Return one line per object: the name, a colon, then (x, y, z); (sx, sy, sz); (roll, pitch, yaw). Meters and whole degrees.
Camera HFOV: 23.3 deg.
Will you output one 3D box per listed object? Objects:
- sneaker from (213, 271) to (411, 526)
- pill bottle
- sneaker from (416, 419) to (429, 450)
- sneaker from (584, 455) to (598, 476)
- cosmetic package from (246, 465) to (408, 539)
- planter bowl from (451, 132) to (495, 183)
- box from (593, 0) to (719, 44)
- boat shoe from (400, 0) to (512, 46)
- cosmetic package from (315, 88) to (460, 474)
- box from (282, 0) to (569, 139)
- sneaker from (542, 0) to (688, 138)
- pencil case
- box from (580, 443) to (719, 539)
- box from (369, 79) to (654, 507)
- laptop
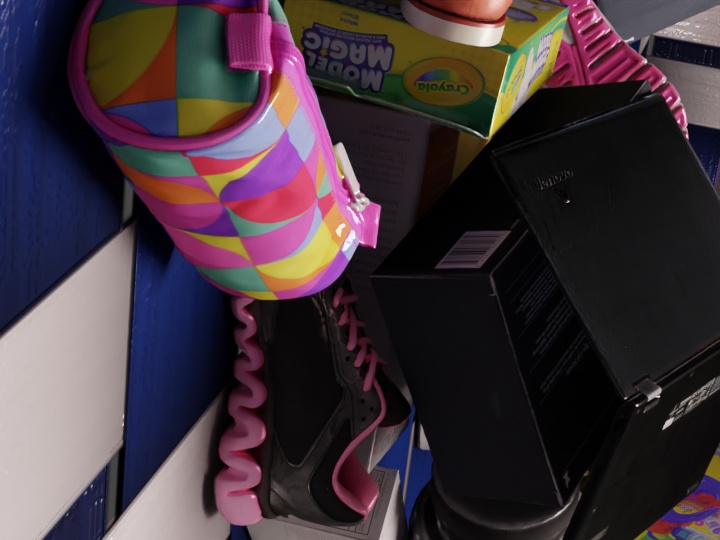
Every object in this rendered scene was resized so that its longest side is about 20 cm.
sneaker: (-0.017, 0.044, 0.888); (0.079, 0.095, 0.201); (-48, 147, -63)
pill bottle: (0.084, 0.182, 1.056); (0.200, 0.112, 0.112); (89, 18, -45)
sneaker: (0.121, 0.092, 1.439); (0.203, 0.146, 0.077); (84, 24, -51)
sneaker: (0.082, 0.055, 1.042); (0.071, 0.075, 0.200); (-60, 138, -36)
cosmetic package: (-0.013, 0.169, 1.054); (0.200, 0.082, 0.051); (81, 25, -61)
planter bowl: (0.043, -0.027, 1.110); (0.200, 0.083, 0.201); (13, 90, -77)
box: (0.180, -0.279, 1.192); (0.200, 0.124, 0.197); (24, 44, -78)
boat shoe: (0.040, -0.170, 0.872); (0.200, 0.071, 0.063); (-107, -154, -65)
cosmetic package: (0.000, 0.000, 0.973); (0.101, 0.071, 0.201); (-40, 141, -71)
box: (0.031, -0.117, 0.888); (0.200, 0.117, 0.049); (-49, 154, -66)
sneaker: (0.145, -0.130, 1.139); (0.200, 0.081, 0.088); (58, 4, -6)
pencil case: (-0.048, -0.050, 0.683); (0.200, 0.088, 0.089); (58, 46, -72)
box: (0.236, 0.080, 1.119); (0.200, 0.122, 0.193); (-42, -159, 51)
box: (0.101, 0.008, 0.934); (0.200, 0.079, 0.141); (-47, 125, -43)
laptop: (0.126, 0.036, 0.899); (0.187, 0.116, 0.200); (-22, 137, -52)
